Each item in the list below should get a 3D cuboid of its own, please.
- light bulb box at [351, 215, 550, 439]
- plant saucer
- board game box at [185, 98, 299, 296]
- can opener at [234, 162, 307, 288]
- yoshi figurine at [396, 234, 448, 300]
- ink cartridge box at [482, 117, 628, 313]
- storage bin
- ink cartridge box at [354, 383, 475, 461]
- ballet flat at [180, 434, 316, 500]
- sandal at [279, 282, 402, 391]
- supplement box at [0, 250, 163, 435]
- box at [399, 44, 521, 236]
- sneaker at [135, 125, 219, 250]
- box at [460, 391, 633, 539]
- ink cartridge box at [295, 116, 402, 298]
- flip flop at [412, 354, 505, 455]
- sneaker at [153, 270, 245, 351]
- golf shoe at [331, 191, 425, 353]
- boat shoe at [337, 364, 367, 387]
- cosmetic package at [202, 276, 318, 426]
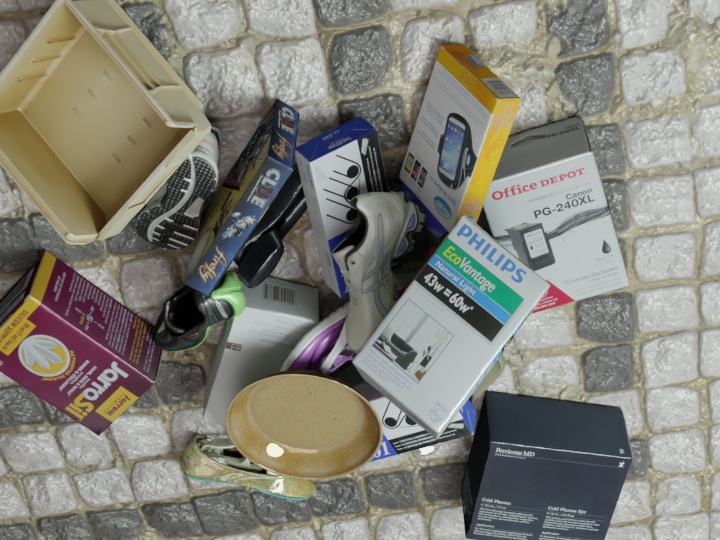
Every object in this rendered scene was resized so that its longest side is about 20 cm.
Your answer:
[{"bbox_3d":[0.100,0.069,1.430,0.124,0.198,0.201,38,85,8],"label":"light bulb box"},{"bbox_3d":[-0.069,0.185,1.593,0.197,0.036,0.202,3,134,3],"label":"plant saucer"},{"bbox_3d":[-0.137,-0.086,1.491,0.034,0.136,0.201,27,121,-17],"label":"board game box"},{"bbox_3d":[-0.090,-0.072,1.547,0.079,0.063,0.201,44,107,22],"label":"can opener"},{"bbox_3d":[0.102,0.047,1.586,0.112,0.112,0.201,35,94,16],"label":"yoshi figurine"},{"bbox_3d":[0.227,-0.063,1.533,0.143,0.084,0.202,-16,123,12],"label":"ink cartridge box"},{"bbox_3d":[-0.300,-0.165,1.418,0.200,0.094,0.199,-43,86,25],"label":"storage bin"},{"bbox_3d":[0.039,0.188,1.642,0.198,0.044,0.095,-19,119,26],"label":"ink cartridge box"},{"bbox_3d":[-0.152,0.271,1.781,0.197,0.071,0.071,13,124,-8],"label":"ballet flat"},{"bbox_3d":[-0.018,0.087,1.599,0.202,0.050,0.083,-40,148,-11],"label":"sandal"},{"bbox_3d":[-0.370,0.095,1.637,0.199,0.104,0.131,37,117,-23],"label":"supplement box"},{"bbox_3d":[0.108,-0.140,1.461,0.041,0.119,0.202,-9,132,-32],"label":"box"},{"bbox_3d":[-0.211,-0.098,1.528,0.073,0.081,0.200,23,139,-17],"label":"sneaker"},{"bbox_3d":[0.252,0.278,1.753,0.196,0.105,0.184,7,125,-5],"label":"box"},{"bbox_3d":[-0.012,-0.073,1.523,0.093,0.044,0.202,-27,130,-18],"label":"ink cartridge box"},{"bbox_3d":[0.123,0.179,1.714,0.080,0.058,0.200,31,119,-19],"label":"flip flop"},{"bbox_3d":[-0.217,0.050,1.585,0.083,0.078,0.200,-10,164,-35],"label":"sneaker"},{"bbox_3d":[0.000,0.000,1.504,0.096,0.078,0.203,7,105,-31],"label":"golf shoe"},{"bbox_3d":[0.065,0.135,1.684,0.199,0.071,0.091,-32,120,28],"label":"boat shoe"},{"bbox_3d":[-0.131,0.111,1.657,0.111,0.082,0.202,12,123,-10],"label":"cosmetic package"}]
